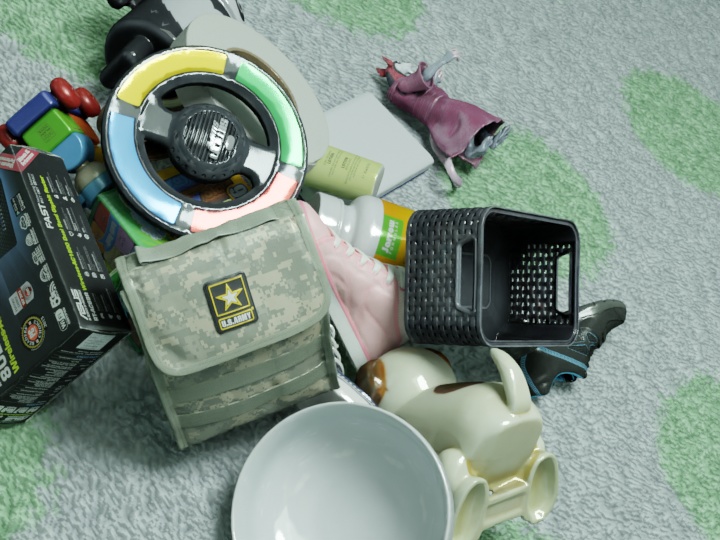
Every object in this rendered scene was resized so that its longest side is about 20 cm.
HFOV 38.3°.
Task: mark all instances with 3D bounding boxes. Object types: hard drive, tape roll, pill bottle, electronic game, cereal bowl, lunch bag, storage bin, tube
[{"bbox_3d":[-0.014,-0.143,1.294,0.132,0.025,0.200,47,47,11],"label":"hard drive"},{"bbox_3d":[-0.117,-0.187,1.118,0.203,0.037,0.203,36,33,-28],"label":"tape roll"},{"bbox_3d":[0.031,-0.019,1.164,0.200,0.111,0.111,18,49,-17],"label":"pill bottle"},{"bbox_3d":[-0.145,-0.121,0.986,0.200,0.042,0.200,7,71,-21],"label":"electronic game"},{"bbox_3d":[-0.010,0.223,0.934,0.200,0.083,0.201,-5,69,14],"label":"cereal bowl"},{"bbox_3d":[-0.113,0.040,0.903,0.164,0.200,0.118,-20,49,-13],"label":"lunch bag"},{"bbox_3d":[0.140,0.010,1.072,0.200,0.094,0.136,5,86,-52],"label":"storage bin"},{"bbox_3d":[-0.073,-0.129,1.201,0.200,0.052,0.058,19,20,7],"label":"tube"}]

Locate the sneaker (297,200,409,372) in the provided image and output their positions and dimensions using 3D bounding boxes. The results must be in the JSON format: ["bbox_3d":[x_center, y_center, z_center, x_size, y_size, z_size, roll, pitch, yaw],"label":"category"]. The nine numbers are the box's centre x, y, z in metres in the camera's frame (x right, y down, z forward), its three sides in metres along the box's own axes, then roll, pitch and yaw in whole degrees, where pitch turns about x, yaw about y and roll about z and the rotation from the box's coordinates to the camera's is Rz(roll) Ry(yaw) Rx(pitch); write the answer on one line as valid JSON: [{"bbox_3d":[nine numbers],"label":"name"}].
[{"bbox_3d":[0.000,0.000,1.070,0.200,0.104,0.075,65,-3,-22],"label":"sneaker"}]

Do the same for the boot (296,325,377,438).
[{"bbox_3d":[-0.043,0.086,1.037,0.200,0.073,0.090,33,51,20],"label":"boot"}]

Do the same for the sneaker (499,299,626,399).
[{"bbox_3d":[0.251,0.091,1.247,0.200,0.073,0.082,-19,83,-33],"label":"sneaker"}]

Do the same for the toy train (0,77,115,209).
[{"bbox_3d":[-0.276,-0.116,1.051,0.116,0.085,0.200,50,2,-1],"label":"toy train"}]

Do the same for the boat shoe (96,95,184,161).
[{"bbox_3d":[-0.184,-0.153,1.141,0.202,0.075,0.075,-18,58,-33],"label":"boat shoe"}]

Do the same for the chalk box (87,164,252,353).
[{"bbox_3d":[-0.195,-0.013,1.021,0.200,0.125,0.124,-29,73,-43],"label":"chalk box"}]

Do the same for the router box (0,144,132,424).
[{"bbox_3d":[-0.302,0.012,0.916,0.062,0.150,0.200,12,45,-56],"label":"router box"}]

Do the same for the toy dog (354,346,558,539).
[{"bbox_3d":[0.077,0.150,1.018,0.139,0.194,0.200,-20,32,-30],"label":"toy dog"}]

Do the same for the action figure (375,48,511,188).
[{"bbox_3d":[0.096,-0.213,1.387,0.200,0.134,0.149,34,87,13],"label":"action figure"}]

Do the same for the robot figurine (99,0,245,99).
[{"bbox_3d":[-0.214,-0.263,1.201,0.125,0.151,0.200,11,42,22],"label":"robot figurine"}]
